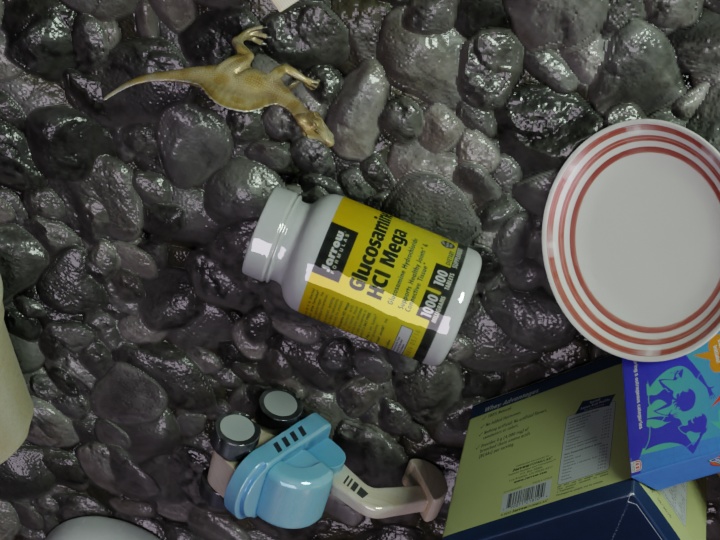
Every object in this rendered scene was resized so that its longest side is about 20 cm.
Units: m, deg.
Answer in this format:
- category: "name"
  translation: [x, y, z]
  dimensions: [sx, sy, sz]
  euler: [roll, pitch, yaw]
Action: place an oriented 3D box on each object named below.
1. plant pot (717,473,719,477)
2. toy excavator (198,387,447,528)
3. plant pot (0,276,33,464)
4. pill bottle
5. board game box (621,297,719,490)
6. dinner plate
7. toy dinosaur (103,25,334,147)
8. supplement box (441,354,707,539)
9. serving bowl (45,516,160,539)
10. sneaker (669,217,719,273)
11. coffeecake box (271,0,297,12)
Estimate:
- category: "plant pot"
  translation: [0.392, 0.158, 1.182]
  dimensions: [0.199, 0.186, 0.187]
  euler: [35, 128, 8]
- category: "toy excavator"
  translation: [-0.037, 0.214, 1.368]
  dimensions: [0.200, 0.194, 0.100]
  euler: [38, 131, 23]
- category: "plant pot"
  translation: [-0.429, 0.108, 1.381]
  dimensions: [0.199, 0.201, 0.184]
  euler: [0, 136, 16]
- category: "pill bottle"
  translation: [0.000, 0.000, 1.210]
  dimensions: [0.198, 0.113, 0.113]
  euler: [22, 127, 0]
- category: "board game box"
  translation: [0.306, 0.078, 1.085]
  dimensions: [0.199, 0.153, 0.045]
  euler: [-26, 141, 38]
- category: "dinner plate"
  translation: [0.239, -0.025, 1.122]
  dimensions: [0.199, 0.024, 0.202]
  euler: [6, 99, 42]
- category: "toy dinosaur"
  translation: [-0.109, -0.163, 1.136]
  dimensions: [0.198, 0.101, 0.059]
  euler: [15, 127, 6]
- category: "supplement box"
  translation: [0.202, 0.206, 1.239]
  dimensions: [0.199, 0.200, 0.135]
  euler: [-23, 116, 29]
- category: "serving bowl"
  translation: [-0.300, 0.388, 1.598]
  dimensions: [0.198, 0.066, 0.201]
  euler: [8, 126, 11]
- category: "sneaker"
  translation: [0.335, -0.052, 1.099]
  dimensions: [0.073, 0.077, 0.200]
  euler: [35, 125, -10]
- category: "coffeecake box"
  translation: [-0.055, -0.326, 1.025]
  dimensions: [0.153, 0.073, 0.200]
  euler: [-26, 114, 29]
